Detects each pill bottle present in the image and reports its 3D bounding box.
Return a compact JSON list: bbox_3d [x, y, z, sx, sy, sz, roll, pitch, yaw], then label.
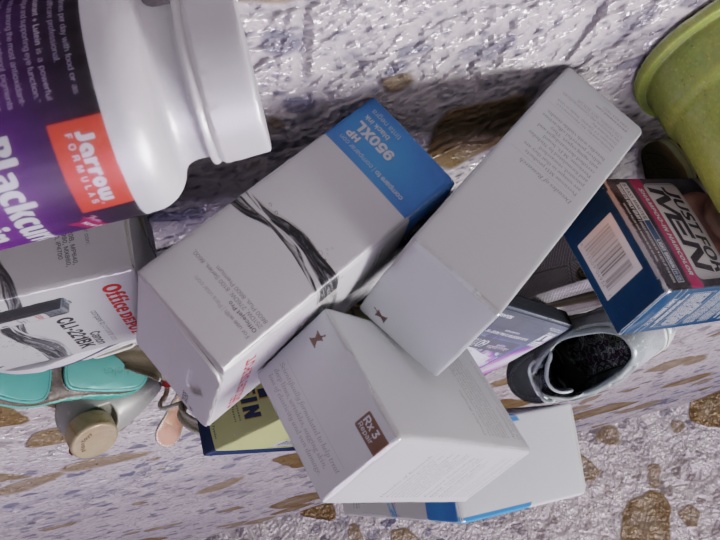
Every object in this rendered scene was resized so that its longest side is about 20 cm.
[{"bbox_3d":[-0.147,-0.073,0.471,0.198,0.112,0.112,-15,162,-2],"label":"pill bottle"}]

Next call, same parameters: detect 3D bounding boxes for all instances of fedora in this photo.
[{"bbox_3d":[0.188,-0.011,0.883,0.199,0.091,0.177,-18,168,24],"label":"fedora"}]

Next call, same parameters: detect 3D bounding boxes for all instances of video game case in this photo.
[{"bbox_3d":[0.061,0.078,0.819,0.199,0.019,0.142,-34,153,26],"label":"video game case"}]

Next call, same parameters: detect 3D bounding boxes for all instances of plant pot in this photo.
[{"bbox_3d":[0.316,-0.082,0.689,0.199,0.186,0.201,-14,161,-5],"label":"plant pot"}]

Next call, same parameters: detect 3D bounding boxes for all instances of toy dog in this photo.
[{"bbox_3d":[-0.233,0.142,1.030,0.198,0.133,0.097,2,135,-18],"label":"toy dog"}]

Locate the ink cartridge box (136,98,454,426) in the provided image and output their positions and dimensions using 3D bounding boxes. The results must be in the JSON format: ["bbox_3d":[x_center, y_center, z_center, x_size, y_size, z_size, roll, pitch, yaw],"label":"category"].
[{"bbox_3d":[-0.049,-0.002,0.668,0.200,0.084,0.145,-39,171,-23],"label":"ink cartridge box"}]

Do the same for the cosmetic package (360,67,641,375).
[{"bbox_3d":[0.095,-0.035,0.664,0.200,0.071,0.102,-47,176,-32],"label":"cosmetic package"}]

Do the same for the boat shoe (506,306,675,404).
[{"bbox_3d":[0.179,0.077,0.860,0.071,0.070,0.201,-28,174,-36],"label":"boat shoe"}]

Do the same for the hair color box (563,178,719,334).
[{"bbox_3d":[0.258,-0.016,0.760,0.199,0.101,0.061,-4,148,-34],"label":"hair color box"}]

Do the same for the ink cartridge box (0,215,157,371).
[{"bbox_3d":[-0.240,0.008,0.671,0.198,0.084,0.144,-14,162,-7],"label":"ink cartridge box"}]

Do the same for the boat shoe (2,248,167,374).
[{"bbox_3d":[-0.213,0.038,0.815,0.199,0.072,0.066,-23,157,-3],"label":"boat shoe"}]

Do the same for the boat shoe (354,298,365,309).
[{"bbox_3d":[0.000,0.000,0.849,0.199,0.072,0.059,9,141,-41],"label":"boat shoe"}]

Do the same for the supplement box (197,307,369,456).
[{"bbox_3d":[-0.031,0.085,0.975,0.199,0.135,0.199,-30,156,36],"label":"supplement box"}]

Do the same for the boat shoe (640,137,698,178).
[{"bbox_3d":[0.294,-0.077,0.881,0.066,0.072,0.201,-30,157,6],"label":"boat shoe"}]

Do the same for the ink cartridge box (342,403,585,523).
[{"bbox_3d":[0.086,0.179,0.933,0.143,0.085,0.200,-4,171,-31],"label":"ink cartridge box"}]

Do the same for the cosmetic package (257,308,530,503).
[{"bbox_3d":[0.029,0.099,0.682,0.074,0.102,0.199,-43,149,19],"label":"cosmetic package"}]

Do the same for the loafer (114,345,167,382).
[{"bbox_3d":[-0.153,0.073,0.870,0.075,0.069,0.199,-31,-164,-37],"label":"loafer"}]

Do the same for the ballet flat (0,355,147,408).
[{"bbox_3d":[-0.292,0.092,0.914,0.070,0.068,0.199,-7,169,43],"label":"ballet flat"}]
